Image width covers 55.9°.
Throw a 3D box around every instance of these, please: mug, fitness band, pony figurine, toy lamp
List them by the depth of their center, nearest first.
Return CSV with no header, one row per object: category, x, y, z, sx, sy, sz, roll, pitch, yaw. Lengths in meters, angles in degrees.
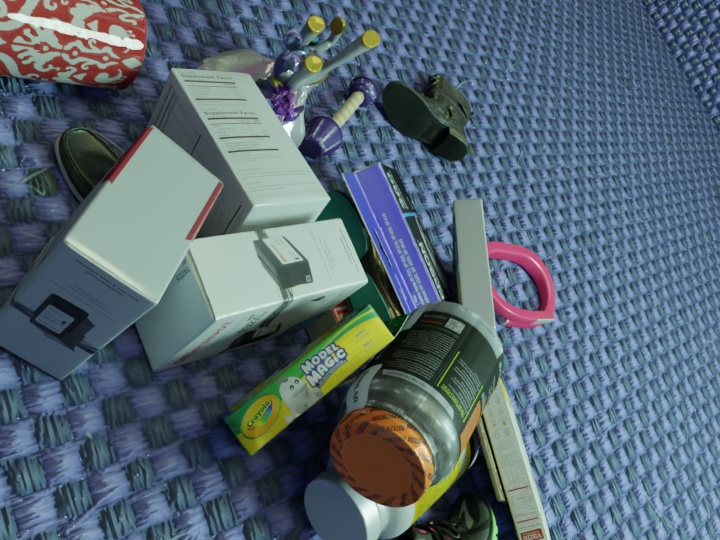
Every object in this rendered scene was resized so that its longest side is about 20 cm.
mug,-0.344,-0.279,0.711,0.199,0.133,0.178,-1,67,-46
pony figurine,-0.093,-0.250,0.895,0.193,0.200,0.167,-35,96,-32
toy lamp,-0.032,-0.226,1.009,0.058,0.058,0.200,44,41,-11
fitness band,0.255,0.024,1.122,0.199,0.037,0.144,7,57,-40

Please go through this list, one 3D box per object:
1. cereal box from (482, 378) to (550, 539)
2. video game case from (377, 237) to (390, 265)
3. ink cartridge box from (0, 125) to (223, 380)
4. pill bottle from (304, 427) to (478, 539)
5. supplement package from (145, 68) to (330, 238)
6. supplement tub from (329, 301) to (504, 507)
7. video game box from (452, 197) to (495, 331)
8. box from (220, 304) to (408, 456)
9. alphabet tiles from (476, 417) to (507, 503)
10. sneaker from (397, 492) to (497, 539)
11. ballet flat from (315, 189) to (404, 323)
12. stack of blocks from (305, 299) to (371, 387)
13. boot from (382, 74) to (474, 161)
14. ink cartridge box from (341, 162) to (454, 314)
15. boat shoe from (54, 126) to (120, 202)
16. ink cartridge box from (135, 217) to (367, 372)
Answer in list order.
cereal box,0.197,0.248,0.870,0.144,0.039,0.201,51,23,-66
video game case,0.057,0.002,0.921,0.201,0.017,0.143,68,15,15
ink cartridge box,-0.226,-0.009,0.593,0.083,0.200,0.146,38,45,-22
pill bottle,0.036,0.217,0.744,0.200,0.112,0.113,-25,82,-47
supplement package,-0.146,-0.118,0.771,0.109,0.114,0.200,-11,62,-45
supplement tub,0.058,0.126,0.669,0.123,0.122,0.200,51,38,-3
video game box,0.153,0.035,0.932,0.182,0.047,0.201,74,14,-55
box,-0.046,0.100,0.680,0.200,0.117,0.048,-36,90,-17
alphabet tiles,0.155,0.203,0.848,0.200,0.008,0.168,55,20,-66
sneaker,0.089,0.312,0.759,0.084,0.077,0.200,57,41,-3
ballet flat,0.000,0.000,0.811,0.065,0.070,0.201,18,51,-68
stack of blocks,-0.019,0.033,0.851,0.115,0.059,0.201,-11,72,-45
boot,0.122,-0.292,1.190,0.200,0.069,0.175,36,40,-24
ink cartridge box,0.054,-0.038,0.855,0.199,0.043,0.200,65,14,0
boat shoe,-0.243,-0.076,0.717,0.200,0.068,0.072,53,44,0
ink cartridge box,-0.115,0.023,0.708,0.199,0.145,0.084,-13,74,-45
